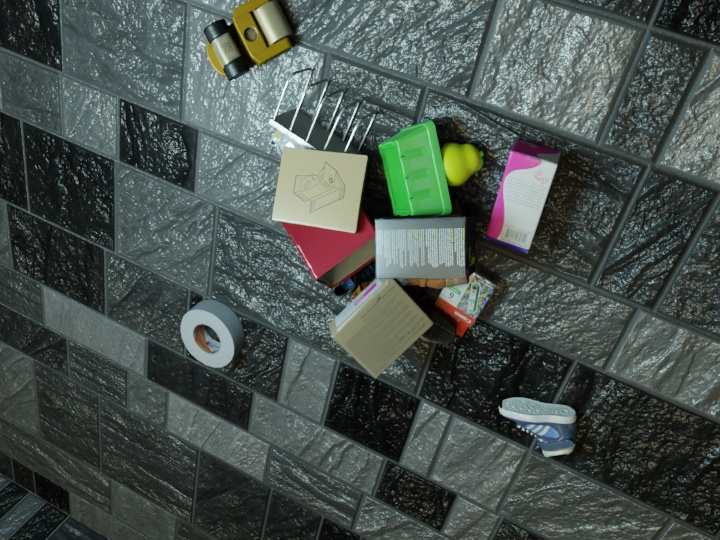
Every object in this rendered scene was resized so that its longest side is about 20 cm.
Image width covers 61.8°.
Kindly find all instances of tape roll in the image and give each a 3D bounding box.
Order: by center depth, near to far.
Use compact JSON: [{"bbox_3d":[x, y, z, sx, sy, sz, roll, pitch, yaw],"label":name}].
[{"bbox_3d":[-0.456,0.195,1.852,0.195,0.066,0.206,10,118,19],"label":"tape roll"}]

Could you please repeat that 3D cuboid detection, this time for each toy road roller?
[{"bbox_3d":[-0.260,-0.527,1.386,0.197,0.146,0.125,-30,104,-5],"label":"toy road roller"}]

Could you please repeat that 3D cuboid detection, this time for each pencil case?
[{"bbox_3d":[-0.126,-0.272,1.452,0.199,0.091,0.083,43,124,-2],"label":"pencil case"}]

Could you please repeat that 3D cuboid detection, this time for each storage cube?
[{"bbox_3d":[-0.058,-0.091,1.396,0.198,0.171,0.182,-35,77,4],"label":"storage cube"}]

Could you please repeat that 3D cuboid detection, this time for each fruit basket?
[{"bbox_3d":[0.163,-0.226,1.332,0.155,0.213,0.220,10,128,64],"label":"fruit basket"}]

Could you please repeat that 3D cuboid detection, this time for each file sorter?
[{"bbox_3d":[-0.080,-0.348,1.366,0.198,0.139,0.126,34,121,5],"label":"file sorter"}]

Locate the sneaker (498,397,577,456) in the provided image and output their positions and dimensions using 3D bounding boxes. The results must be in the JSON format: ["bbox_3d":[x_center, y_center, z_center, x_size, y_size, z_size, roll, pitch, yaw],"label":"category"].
[{"bbox_3d":[0.451,0.414,1.537,0.194,0.081,0.151,3,112,17],"label":"sneaker"}]

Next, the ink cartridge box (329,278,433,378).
[{"bbox_3d":[0.048,0.127,1.430,0.199,0.075,0.165,-42,110,6],"label":"ink cartridge box"}]

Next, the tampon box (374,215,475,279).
[{"bbox_3d":[0.142,-0.051,1.294,0.194,0.149,0.130,1,96,19],"label":"tampon box"}]

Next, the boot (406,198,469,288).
[{"bbox_3d":[0.170,-0.060,1.396,0.150,0.073,0.207,-3,90,17],"label":"boot"}]

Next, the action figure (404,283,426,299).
[{"bbox_3d":[0.149,0.025,1.474,0.064,0.099,0.202,33,126,6],"label":"action figure"}]

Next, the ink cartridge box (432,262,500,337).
[{"bbox_3d":[0.247,0.076,1.479,0.107,0.050,0.203,31,122,8],"label":"ink cartridge box"}]

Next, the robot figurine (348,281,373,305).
[{"bbox_3d":[-0.001,0.129,1.563,0.057,0.148,0.202,-1,141,-24],"label":"robot figurine"}]

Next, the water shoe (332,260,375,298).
[{"bbox_3d":[0.000,0.000,1.537,0.071,0.079,0.201,39,124,1],"label":"water shoe"}]

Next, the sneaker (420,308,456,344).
[{"bbox_3d":[0.147,0.143,1.548,0.195,0.077,0.116,18,163,5],"label":"sneaker"}]

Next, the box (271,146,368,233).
[{"bbox_3d":[-0.088,-0.178,1.309,0.194,0.021,0.169,9,89,13],"label":"box"}]

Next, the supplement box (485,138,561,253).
[{"bbox_3d":[0.347,-0.160,1.285,0.099,0.104,0.204,20,123,15],"label":"supplement box"}]
